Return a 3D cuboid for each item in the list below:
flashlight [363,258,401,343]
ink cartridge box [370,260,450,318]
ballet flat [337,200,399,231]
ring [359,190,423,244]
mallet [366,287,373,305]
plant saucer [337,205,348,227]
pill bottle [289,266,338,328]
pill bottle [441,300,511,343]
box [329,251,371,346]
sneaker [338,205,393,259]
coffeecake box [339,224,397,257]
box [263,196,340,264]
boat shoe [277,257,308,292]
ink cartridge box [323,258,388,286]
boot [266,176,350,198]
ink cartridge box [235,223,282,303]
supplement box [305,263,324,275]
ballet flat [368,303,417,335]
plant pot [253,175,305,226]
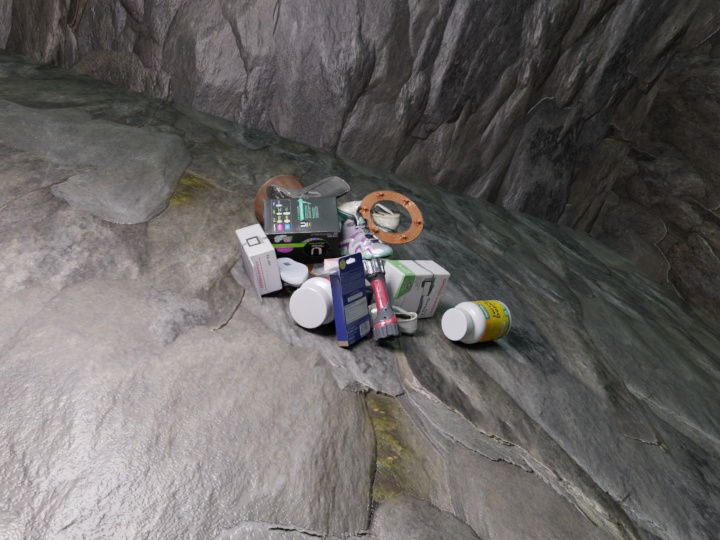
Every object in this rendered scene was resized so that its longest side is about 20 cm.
[{"bbox_3d":[0.045,0.072,1.422,0.067,0.202,0.068,-11,-18,-9],"label":"flashlight"},{"bbox_3d":[0.137,0.053,1.599,0.199,0.147,0.084,-1,29,-44],"label":"ink cartridge box"},{"bbox_3d":[0.028,-0.180,1.774,0.198,0.063,0.067,21,22,6],"label":"ballet flat"},{"bbox_3d":[0.092,-0.162,1.723,0.198,0.019,0.202,7,54,-10],"label":"ring"},{"bbox_3d":[-0.001,0.068,1.608,0.041,0.066,0.200,16,5,-8],"label":"mallet"},{"bbox_3d":[-0.075,-0.160,1.798,0.200,0.036,0.200,47,15,-17],"label":"plant saucer"},{"bbox_3d":[-0.082,0.064,1.414,0.113,0.115,0.200,25,20,15],"label":"pill bottle"},{"bbox_3d":[0.314,0.140,1.592,0.199,0.114,0.113,0,28,-43],"label":"pill bottle"},{"bbox_3d":[-0.024,0.063,1.363,0.032,0.202,0.121,-2,9,28],"label":"box"},{"bbox_3d":[0.008,-0.105,1.589,0.199,0.142,0.077,7,8,43],"label":"sneaker"},{"bbox_3d":[0.012,-0.063,1.772,0.073,0.155,0.199,30,22,28],"label":"coffeecake box"},{"bbox_3d":[-0.161,-0.106,1.588,0.198,0.149,0.125,-3,57,-7],"label":"box"},{"bbox_3d":[-0.178,0.020,1.476,0.069,0.067,0.200,-16,19,-23],"label":"boat shoe"},{"bbox_3d":[0.000,0.000,1.599,0.115,0.068,0.199,6,7,29],"label":"ink cartridge box"},{"bbox_3d":[-0.153,-0.236,1.724,0.181,0.073,0.200,27,44,18],"label":"boot"},{"bbox_3d":[-0.248,-0.019,1.449,0.066,0.117,0.200,-17,33,-16],"label":"ink cartridge box"},{"bbox_3d":[-0.135,-0.031,1.682,0.199,0.069,0.067,26,23,10],"label":"supplement box"},{"bbox_3d":[0.058,0.116,1.483,0.198,0.070,0.070,11,21,-22],"label":"ballet flat"},{"bbox_3d":[-0.203,-0.169,1.799,0.186,0.188,0.200,3,26,-39],"label":"plant pot"}]
